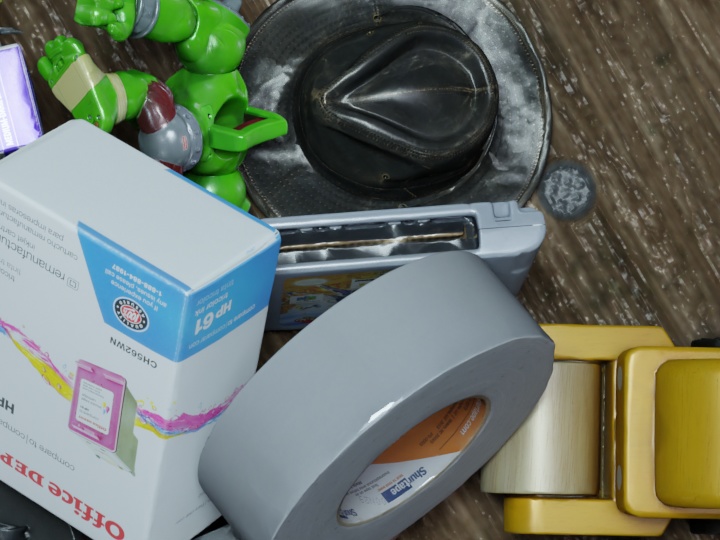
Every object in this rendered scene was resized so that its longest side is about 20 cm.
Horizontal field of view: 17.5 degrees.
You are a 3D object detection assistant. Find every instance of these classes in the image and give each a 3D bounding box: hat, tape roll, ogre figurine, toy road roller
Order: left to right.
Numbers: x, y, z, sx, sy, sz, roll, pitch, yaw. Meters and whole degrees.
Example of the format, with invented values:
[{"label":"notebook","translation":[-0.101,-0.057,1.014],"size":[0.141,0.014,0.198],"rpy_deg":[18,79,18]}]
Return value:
[{"label":"ogre figurine","translation":[-0.113,-0.077,1.343],"size":[0.120,0.098,0.200],"rpy_deg":[-17,97,-41]},{"label":"tape roll","translation":[0.010,0.081,1.274],"size":[0.200,0.200,0.066],"rpy_deg":[-36,69,-7]},{"label":"hat","translation":[0.020,-0.096,1.380],"size":[0.200,0.081,0.201],"rpy_deg":[0,87,-5]},{"label":"toy road roller","translation":[0.174,0.092,1.348],"size":[0.200,0.146,0.123],"rpy_deg":[1,85,-5]}]

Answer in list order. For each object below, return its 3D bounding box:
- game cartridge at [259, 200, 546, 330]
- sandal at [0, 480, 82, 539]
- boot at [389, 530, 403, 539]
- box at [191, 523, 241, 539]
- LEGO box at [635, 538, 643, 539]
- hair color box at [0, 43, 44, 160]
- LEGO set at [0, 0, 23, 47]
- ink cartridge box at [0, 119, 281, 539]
[{"label":"game cartridge","translation":[0.000,0.000,1.344],"size":[0.200,0.133,0.042],"rpy_deg":[-5,70,-5]},{"label":"sandal","translation":[-0.254,0.132,1.333],"size":[0.200,0.045,0.075],"rpy_deg":[25,102,8]},{"label":"boot","translation":[-0.013,0.248,1.359],"size":[0.186,0.064,0.200],"rpy_deg":[41,80,12]},{"label":"box","translation":[-0.124,0.253,1.319],"size":[0.200,0.044,0.160],"rpy_deg":[-24,72,5]},{"label":"LEGO box","translation":[0.188,0.260,1.335],"size":[0.077,0.149,0.200],"rpy_deg":[-26,88,-7]},{"label":"hair color box","translation":[-0.282,-0.071,1.335],"size":[0.200,0.109,0.065],"rpy_deg":[-13,89,-6]},{"label":"LEGO set","translation":[-0.294,-0.169,1.310],"size":[0.200,0.154,0.116],"rpy_deg":[-7,57,-8]},{"label":"ink cartridge box","translation":[-0.136,0.043,1.274],"size":[0.144,0.200,0.085],"rpy_deg":[29,40,22]}]
